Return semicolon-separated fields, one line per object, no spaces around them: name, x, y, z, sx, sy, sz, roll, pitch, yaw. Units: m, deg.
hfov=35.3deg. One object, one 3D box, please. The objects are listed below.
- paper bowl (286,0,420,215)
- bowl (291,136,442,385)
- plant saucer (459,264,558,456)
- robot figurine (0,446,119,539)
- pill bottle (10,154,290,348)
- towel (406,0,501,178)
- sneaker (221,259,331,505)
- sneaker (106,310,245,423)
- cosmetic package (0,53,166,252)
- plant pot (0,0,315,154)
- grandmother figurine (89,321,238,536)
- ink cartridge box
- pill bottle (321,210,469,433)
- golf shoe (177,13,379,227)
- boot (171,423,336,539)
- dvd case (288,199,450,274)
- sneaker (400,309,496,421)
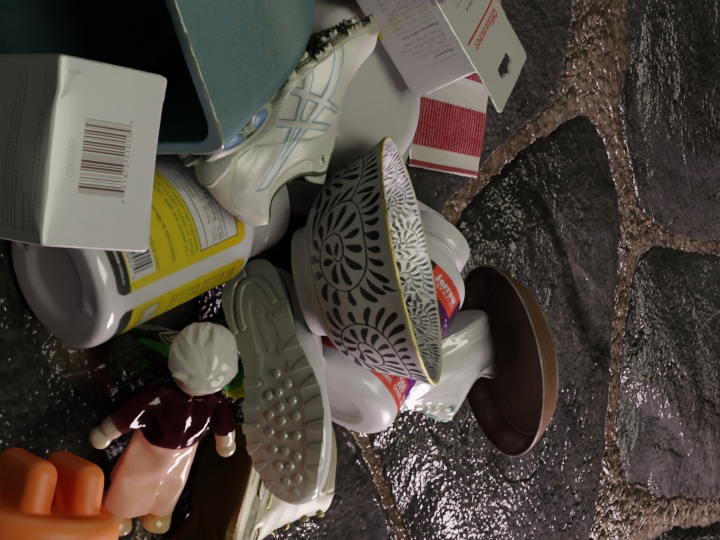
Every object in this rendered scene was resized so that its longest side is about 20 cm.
paper bowl;-0.026;-0.152;0.985;0.199;0.104;0.203;3;86;-43
bowl;0.000;0.000;0.917;0.201;0.093;0.203;-11;90;-80
plant saucer;0.156;0.092;1.187;0.034;0.200;0.203;-9;105;-18
robot figurine;-0.237;0.232;0.810;0.144;0.115;0.202;31;70;-80
pill bottle;-0.154;-0.029;0.867;0.199;0.114;0.115;-28;116;-44
towel;0.095;-0.206;1.200;0.143;0.023;0.202;3;95;-52
sneaker;-0.054;0.090;0.924;0.080;0.076;0.202;32;44;-63
sneaker;-0.135;0.074;0.944;0.199;0.077;0.086;24;51;-54
cosmetic package;-0.220;-0.077;0.717;0.081;0.199;0.114;4;96;-48
plant pot;-0.139;-0.213;0.804;0.200;0.195;0.197;-44;127;-44
grandmother figurine;-0.148;0.121;0.867;0.120;0.061;0.201;-1;132;-43
ink cartridge box;0.059;-0.231;0.963;0.201;0.067;0.115;56;37;-22
pill bottle;0.024;0.042;1.049;0.201;0.112;0.113;-56;133;-27
golf shoe;-0.047;-0.116;0.865;0.200;0.078;0.098;-44;115;-25
boot;-0.095;0.228;1.010;0.154;0.072;0.202;5;104;-59
dvd case;0.011;-0.014;1.130;0.199;0.025;0.152;26;76;-47
sneaker;0.060;0.118;1.134;0.199;0.075;0.089;-26;107;-23
